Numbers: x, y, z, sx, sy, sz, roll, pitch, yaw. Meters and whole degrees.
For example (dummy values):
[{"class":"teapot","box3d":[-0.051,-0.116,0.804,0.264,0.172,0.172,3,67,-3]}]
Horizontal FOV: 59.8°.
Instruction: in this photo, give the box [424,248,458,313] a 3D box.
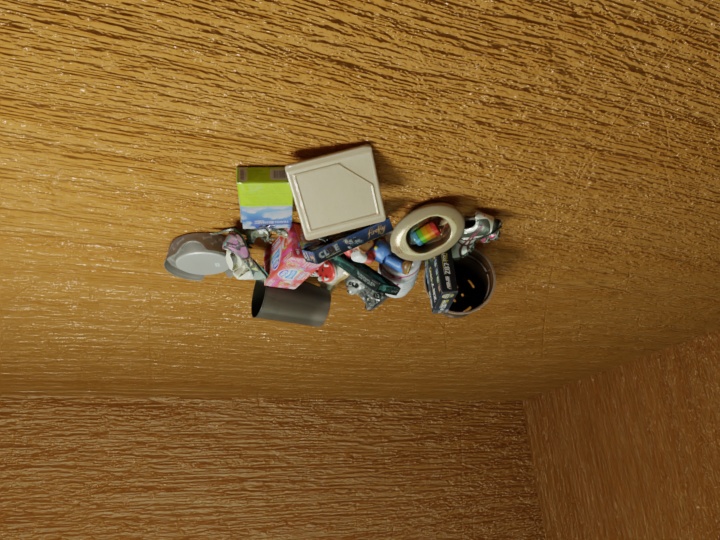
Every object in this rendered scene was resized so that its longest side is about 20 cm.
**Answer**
[{"class":"box","box3d":[0.209,-0.006,1.657,0.049,0.201,0.161,-5,158,-3]}]

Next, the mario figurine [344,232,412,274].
[{"class":"mario figurine","box3d":[0.043,-0.062,1.608,0.199,0.106,0.123,17,-175,4]}]

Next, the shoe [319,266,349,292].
[{"class":"shoe","box3d":[-0.081,0.016,1.838,0.053,0.070,0.200,32,147,-12]}]

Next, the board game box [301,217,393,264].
[{"class":"board game box","box3d":[-0.034,-0.072,1.500,0.200,0.035,0.135,-25,-170,-14]}]

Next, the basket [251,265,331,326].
[{"class":"basket","box3d":[-0.196,0.085,1.789,0.199,0.180,0.136,16,115,-20]}]

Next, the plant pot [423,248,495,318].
[{"class":"plant pot","box3d":[0.285,0.047,1.832,0.200,0.201,0.198,-6,165,4]}]

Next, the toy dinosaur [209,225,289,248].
[{"class":"toy dinosaur","box3d":[-0.269,-0.088,1.578,0.199,0.048,0.088,-4,154,9]}]

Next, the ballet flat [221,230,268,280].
[{"class":"ballet flat","box3d":[-0.299,-0.021,1.578,0.069,0.071,0.200,30,160,30]}]

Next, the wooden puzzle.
[{"class":"wooden puzzle","box3d":[-0.050,-0.167,1.341,0.184,0.037,0.200,-14,129,0]}]

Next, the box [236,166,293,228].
[{"class":"box","box3d":[-0.212,-0.160,1.406,0.122,0.048,0.200,-1,156,-8]}]

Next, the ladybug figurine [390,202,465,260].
[{"class":"ladybug figurine","box3d":[0.162,-0.100,1.549,0.200,0.072,0.136,-25,115,17]}]

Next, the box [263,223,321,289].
[{"class":"box","box3d":[-0.178,-0.034,1.643,0.095,0.100,0.200,8,154,-28]}]

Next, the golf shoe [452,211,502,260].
[{"class":"golf shoe","box3d":[0.278,-0.097,1.647,0.088,0.077,0.200,31,140,-23]}]

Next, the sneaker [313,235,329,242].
[{"class":"sneaker","box3d":[-0.065,-0.129,1.423,0.075,0.116,0.200,9,153,-30]}]

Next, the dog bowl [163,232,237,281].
[{"class":"dog bowl","box3d":[-0.412,-0.036,1.646,0.199,0.059,0.200,-4,158,-2]}]

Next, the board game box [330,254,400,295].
[{"class":"board game box","box3d":[0.000,0.000,1.656,0.028,0.200,0.135,-60,153,9]}]

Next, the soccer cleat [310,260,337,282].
[{"class":"soccer cleat","box3d":[-0.094,-0.007,1.712,0.085,0.069,0.200,-5,-175,-26]}]

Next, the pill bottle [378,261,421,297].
[{"class":"pill bottle","box3d":[0.106,-0.001,1.756,0.113,0.114,0.200,-4,157,-3]}]

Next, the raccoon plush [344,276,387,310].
[{"class":"raccoon plush","box3d":[0.037,0.036,1.917,0.200,0.134,0.097,-27,164,-50]}]
